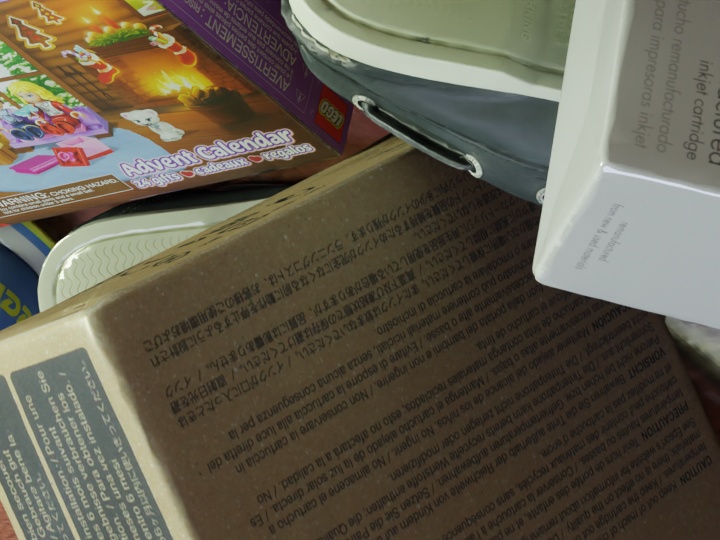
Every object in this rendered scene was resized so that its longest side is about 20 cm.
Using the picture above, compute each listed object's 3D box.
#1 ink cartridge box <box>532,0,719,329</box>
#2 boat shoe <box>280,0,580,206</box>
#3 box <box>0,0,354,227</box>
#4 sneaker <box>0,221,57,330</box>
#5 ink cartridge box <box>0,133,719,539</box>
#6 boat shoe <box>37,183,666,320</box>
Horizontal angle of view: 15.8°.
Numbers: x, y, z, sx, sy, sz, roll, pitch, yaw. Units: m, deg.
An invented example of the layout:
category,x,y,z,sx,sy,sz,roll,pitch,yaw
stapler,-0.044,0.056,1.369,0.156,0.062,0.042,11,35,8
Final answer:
category,x,y,z,sx,sy,sz,roll,pitch,yaw
ink cartridge box,0.152,-0.036,0.634,0.200,0.116,0.067,13,152,-5
boat shoe,0.072,-0.043,0.698,0.199,0.075,0.066,14,156,-4
box,-0.119,-0.065,0.769,0.200,0.039,0.137,-10,146,36
sneaker,-0.190,0.028,0.926,0.200,0.082,0.074,-17,135,44
ink cartridge box,0.006,0.056,0.718,0.075,0.200,0.165,-18,97,45
boat shoe,0.000,0.000,0.842,0.200,0.072,0.068,0,-172,8
